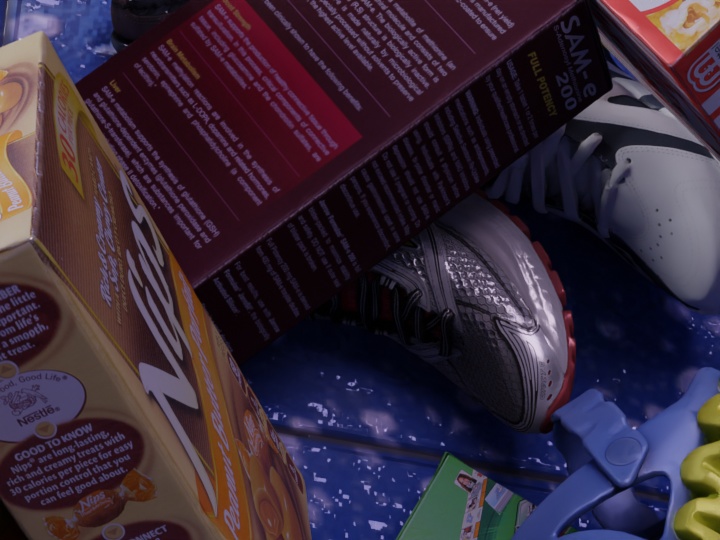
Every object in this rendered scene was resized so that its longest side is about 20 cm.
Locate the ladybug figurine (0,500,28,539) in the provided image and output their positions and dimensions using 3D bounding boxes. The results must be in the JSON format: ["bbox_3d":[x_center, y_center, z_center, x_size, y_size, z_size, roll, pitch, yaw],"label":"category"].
[{"bbox_3d":[-0.134,0.074,0.687,0.071,0.201,0.136,-23,28,8],"label":"ladybug figurine"}]

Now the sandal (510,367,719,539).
[{"bbox_3d":[0.085,0.108,0.775,0.086,0.080,0.200,6,42,27],"label":"sandal"}]

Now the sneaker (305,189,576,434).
[{"bbox_3d":[0.000,0.000,0.881,0.200,0.078,0.082,38,52,25],"label":"sneaker"}]

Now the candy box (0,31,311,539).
[{"bbox_3d":[-0.075,0.042,0.706,0.055,0.201,0.116,-22,34,8],"label":"candy box"}]

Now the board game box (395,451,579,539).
[{"bbox_3d":[0.045,0.163,0.767,0.134,0.029,0.200,29,44,6],"label":"board game box"}]

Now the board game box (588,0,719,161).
[{"bbox_3d":[0.104,-0.110,0.861,0.151,0.046,0.200,41,8,-50],"label":"board game box"}]

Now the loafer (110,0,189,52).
[{"bbox_3d":[-0.015,-0.142,0.971,0.198,0.063,0.072,-16,26,-13],"label":"loafer"}]

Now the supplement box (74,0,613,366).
[{"bbox_3d":[-0.021,-0.055,0.828,0.199,0.061,0.109,-36,55,-4],"label":"supplement box"}]

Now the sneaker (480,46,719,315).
[{"bbox_3d":[0.069,-0.048,0.942,0.129,0.080,0.200,-12,54,-30],"label":"sneaker"}]
